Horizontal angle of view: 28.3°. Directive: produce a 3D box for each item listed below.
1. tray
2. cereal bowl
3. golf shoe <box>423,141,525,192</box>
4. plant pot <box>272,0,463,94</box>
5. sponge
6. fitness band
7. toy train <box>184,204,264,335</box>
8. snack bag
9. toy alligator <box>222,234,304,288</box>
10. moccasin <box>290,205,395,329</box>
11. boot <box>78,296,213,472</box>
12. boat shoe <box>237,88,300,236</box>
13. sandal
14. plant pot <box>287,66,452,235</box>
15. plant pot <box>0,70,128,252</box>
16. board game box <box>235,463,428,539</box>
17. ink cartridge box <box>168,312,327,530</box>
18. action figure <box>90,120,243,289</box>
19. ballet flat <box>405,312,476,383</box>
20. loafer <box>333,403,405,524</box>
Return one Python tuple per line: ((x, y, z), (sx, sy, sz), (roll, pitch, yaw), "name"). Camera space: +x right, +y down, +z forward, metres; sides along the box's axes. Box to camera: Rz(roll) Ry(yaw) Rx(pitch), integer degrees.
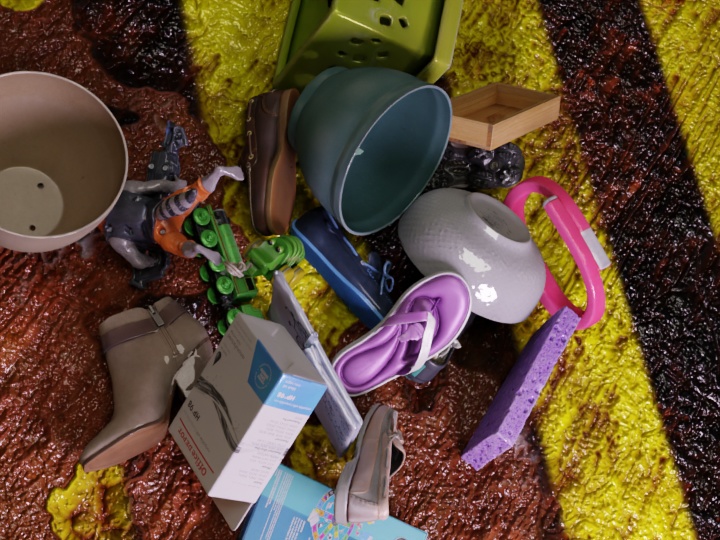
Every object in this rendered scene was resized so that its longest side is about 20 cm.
((0.170, -0.199, 1.827), (0.098, 0.037, 0.199), (16, 24, 28), "tray")
((0.148, -0.033, 1.737), (0.199, 0.084, 0.201), (29, 27, -16), "cereal bowl")
((0.113, -0.138, 1.838), (0.197, 0.094, 0.079), (9, 97, 7), "golf shoe")
((0.019, -0.318, 1.807), (0.180, 0.200, 0.201), (21, 61, -17), "plant pot")
((0.194, 0.141, 1.714), (0.030, 0.112, 0.201), (35, 60, -1), "sponge")
((0.244, -0.021, 1.786), (0.037, 0.144, 0.201), (-23, 77, -26), "fitness band")
((-0.154, 0.012, 1.682), (0.056, 0.042, 0.202), (-9, 71, -34), "toy train")
((-0.057, 0.106, 1.594), (0.021, 0.189, 0.201), (-26, 78, -12), "snack bag")
((-0.101, -0.017, 1.634), (0.059, 0.200, 0.054), (43, 99, 12), "toy alligator")
((0.000, 0.000, 1.719), (0.068, 0.080, 0.200), (-40, 86, -19), "moccasin")
((-0.252, 0.119, 1.587), (0.199, 0.070, 0.147), (-24, 71, -29), "boot")
((-0.115, -0.130, 1.749), (0.069, 0.071, 0.202), (-5, 59, 18), "boat shoe")
((0.051, 0.084, 1.657), (0.202, 0.050, 0.083), (-41, 99, 13), "sandal")
((-0.003, -0.163, 1.717), (0.134, 0.202, 0.200), (35, 56, 27), "plant pot")
((-0.370, -0.101, 1.593), (0.198, 0.135, 0.203), (8, 64, -18), "plant pot")
((-0.041, 0.324, 1.581), (0.198, 0.047, 0.152), (27, 60, -8), "board game box")
((-0.132, 0.163, 1.515), (0.066, 0.201, 0.116), (18, 21, -41), "ink cartridge box")
((-0.229, -0.087, 1.619), (0.104, 0.192, 0.203), (23, 68, -55), "action figure")
((0.111, 0.049, 1.749), (0.073, 0.073, 0.201), (32, 60, -5), "ballet flat")
((0.022, 0.220, 1.599), (0.062, 0.073, 0.200), (6, 28, 13), "loafer")
